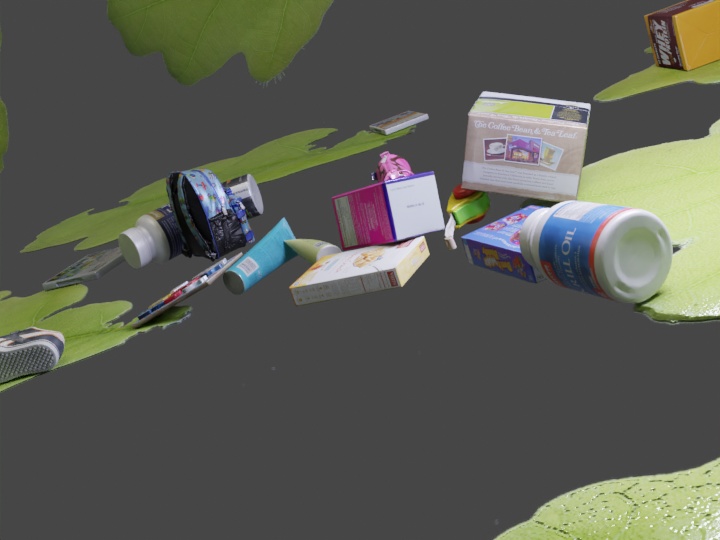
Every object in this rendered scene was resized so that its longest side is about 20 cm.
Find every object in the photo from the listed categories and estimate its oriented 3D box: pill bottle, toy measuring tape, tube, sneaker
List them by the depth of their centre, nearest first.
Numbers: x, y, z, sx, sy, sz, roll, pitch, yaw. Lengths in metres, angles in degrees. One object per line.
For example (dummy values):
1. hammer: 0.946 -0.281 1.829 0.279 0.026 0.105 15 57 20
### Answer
1. pill bottle: 0.285 -0.028 1.243 0.111 0.113 0.200 -24 15 -18
2. toy measuring tape: 0.185 -0.100 1.698 0.073 0.074 0.201 -14 26 18
3. sneaker: -0.629 0.153 1.798 0.197 0.079 0.080 -6 22 7
4. tube: -0.081 -0.034 1.820 0.052 0.058 0.200 -38 19 -8
5. tube: -0.180 -0.025 1.871 0.050 0.078 0.200 -16 18 41
6. pill bottle: -0.454 -0.086 2.305 0.199 0.121 0.119 -31 19 -35
7. pill bottle: -0.347 -0.158 2.443 0.198 0.107 0.106 -18 16 7

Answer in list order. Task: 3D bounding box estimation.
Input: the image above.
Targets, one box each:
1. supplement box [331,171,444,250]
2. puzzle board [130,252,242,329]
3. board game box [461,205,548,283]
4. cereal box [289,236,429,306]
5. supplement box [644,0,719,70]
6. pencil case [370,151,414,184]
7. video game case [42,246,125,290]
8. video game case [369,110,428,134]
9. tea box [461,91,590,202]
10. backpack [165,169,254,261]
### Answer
1. supplement box: 0.044 -0.100 1.712 0.100 0.105 0.199 -14 4 -28
2. puzzle board: -0.325 0.033 1.853 0.199 0.018 0.151 -28 11 26
3. board game box: 0.253 -0.042 1.451 0.133 0.045 0.200 -24 16 -16
4. cereal box: 0.000 0.000 1.620 0.198 0.040 0.144 -12 17 26
5. supplement box: 0.833 -0.590 2.423 0.195 0.134 0.200 -20 16 0
6. pencil case: 0.075 -0.187 2.058 0.090 0.095 0.200 -19 16 0
7. video game case: -0.673 -0.011 2.497 0.180 0.022 0.200 -11 19 27
8. video game case: 0.116 -0.454 3.043 0.141 0.018 0.200 -22 16 -8
9. tea box: 0.288 -0.217 1.714 0.197 0.135 0.197 9 22 13
10. backpack: -0.340 -0.136 2.185 0.134 0.202 0.182 -27 17 -27
